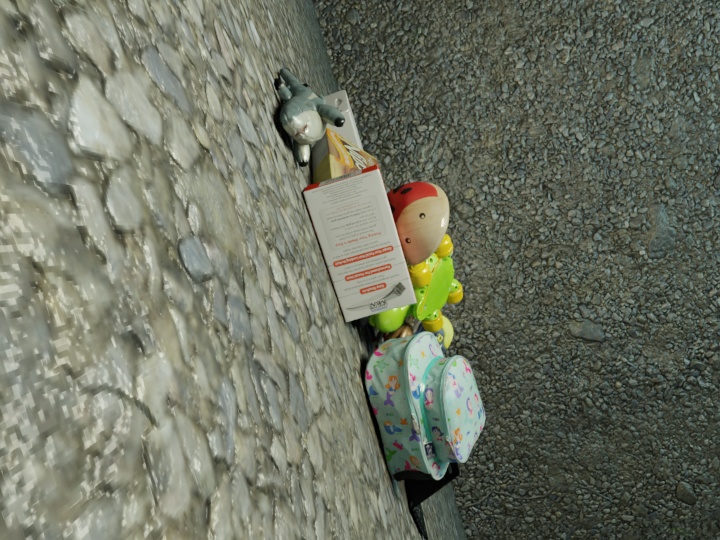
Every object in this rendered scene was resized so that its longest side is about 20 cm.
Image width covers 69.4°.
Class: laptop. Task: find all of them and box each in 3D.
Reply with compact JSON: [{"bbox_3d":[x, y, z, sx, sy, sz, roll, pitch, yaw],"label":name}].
[{"bbox_3d":[0.130,0.356,0.955,0.178,0.102,0.201,-98,171,-52],"label":"laptop"}]

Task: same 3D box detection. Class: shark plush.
[{"bbox_3d":[-0.085,-0.244,0.729,0.083,0.091,0.201,28,41,-38],"label":"shark plush"}]

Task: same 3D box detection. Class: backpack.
[{"bbox_3d":[0.096,0.199,0.801,0.177,0.150,0.201,-27,94,-59],"label":"backpack"}]

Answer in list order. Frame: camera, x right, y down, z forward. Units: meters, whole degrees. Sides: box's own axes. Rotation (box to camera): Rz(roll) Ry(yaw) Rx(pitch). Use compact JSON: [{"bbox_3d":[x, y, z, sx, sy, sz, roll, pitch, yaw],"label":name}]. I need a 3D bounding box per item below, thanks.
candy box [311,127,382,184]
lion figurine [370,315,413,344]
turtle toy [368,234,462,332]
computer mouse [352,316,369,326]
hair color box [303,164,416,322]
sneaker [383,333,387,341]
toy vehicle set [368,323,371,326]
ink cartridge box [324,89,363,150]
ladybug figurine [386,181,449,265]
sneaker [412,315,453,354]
[{"bbox_3d":[-0.020,-0.155,0.875,0.115,0.055,0.201,28,28,-25],"label":"candy box"},{"bbox_3d":[0.070,0.108,0.958,0.072,0.123,0.200,26,17,-16],"label":"lion figurine"},{"bbox_3d":[0.093,0.031,0.894,0.200,0.101,0.146,-48,134,-32],"label":"turtle toy"},{"bbox_3d":[-0.007,0.023,0.899,0.201,0.034,0.059,-100,171,-53],"label":"computer mouse"},{"bbox_3d":[0.002,-0.038,0.750,0.064,0.110,0.201,-88,162,-73],"label":"hair color box"},{"bbox_3d":[0.106,0.150,1.098,0.078,0.114,0.202,-96,-179,-69],"label":"sneaker"},{"bbox_3d":[0.000,0.000,1.067,0.124,0.026,0.201,64,12,-64],"label":"toy vehicle set"},{"bbox_3d":[-0.040,-0.278,1.167,0.145,0.083,0.201,-99,172,-54],"label":"ink cartridge box"},{"bbox_3d":[0.076,-0.084,0.841,0.137,0.072,0.200,-63,-162,10],"label":"ladybug figurine"},{"bbox_3d":[0.102,0.174,1.006,0.074,0.200,0.082,49,-25,-22],"label":"sneaker"}]
